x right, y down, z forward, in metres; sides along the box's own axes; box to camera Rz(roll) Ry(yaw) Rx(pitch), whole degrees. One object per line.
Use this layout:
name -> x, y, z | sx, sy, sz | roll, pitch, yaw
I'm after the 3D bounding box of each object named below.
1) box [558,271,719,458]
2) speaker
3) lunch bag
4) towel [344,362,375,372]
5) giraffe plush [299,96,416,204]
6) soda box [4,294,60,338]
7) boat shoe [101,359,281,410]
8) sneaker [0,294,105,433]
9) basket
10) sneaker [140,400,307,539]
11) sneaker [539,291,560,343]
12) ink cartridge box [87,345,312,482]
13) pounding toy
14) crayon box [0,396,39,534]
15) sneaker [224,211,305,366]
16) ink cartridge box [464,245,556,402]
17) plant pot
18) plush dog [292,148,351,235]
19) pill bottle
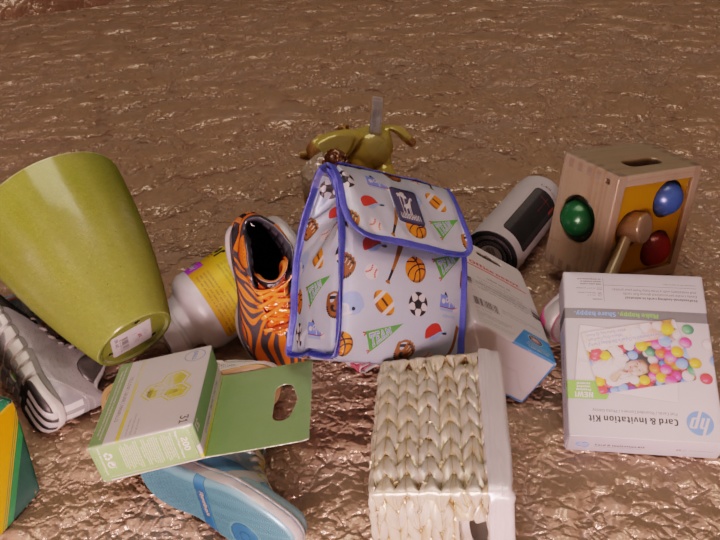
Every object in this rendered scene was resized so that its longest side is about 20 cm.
box -> 0.296, 0.097, 0.946 | 0.155, 0.041, 0.201 | 2, 58, 7
speaker -> 0.223, -0.063, 1.260 | 0.081, 0.082, 0.200 | 15, 34, 26
lunch bag -> 0.023, -0.003, 0.914 | 0.169, 0.201, 0.124 | 9, -9, -33
towel -> -0.009, 0.059, 1.125 | 0.146, 0.030, 0.200 | -24, 34, -32
giraffe plush -> -0.022, -0.171, 1.399 | 0.172, 0.201, 0.162 | 21, -3, -21
soda box -> -0.370, 0.045, 1.114 | 0.199, 0.064, 0.068 | -17, 9, -24
boat shoe -> -0.182, 0.136, 0.972 | 0.199, 0.071, 0.069 | -6, 7, 3
sneaker -> -0.362, 0.093, 1.023 | 0.115, 0.075, 0.200 | -18, 60, -43
basket -> 0.076, 0.182, 0.807 | 0.122, 0.136, 0.200 | -2, 31, 8
sneaker -> -0.107, 0.189, 0.857 | 0.199, 0.080, 0.130 | 19, 38, 30
sneaker -> 0.311, 0.065, 1.031 | 0.199, 0.082, 0.088 | -1, 31, -4
ink cartridge box -> -0.150, 0.127, 0.861 | 0.199, 0.048, 0.146 | -14, 25, 5
pounding toy -> 0.340, -0.051, 1.157 | 0.199, 0.185, 0.142 | -10, 30, -30
crayon box -> -0.385, 0.216, 0.789 | 0.058, 0.119, 0.200 | 9, 33, 18
sneaker -> -0.104, 0.032, 0.989 | 0.077, 0.201, 0.112 | -20, 5, -16
ink cartridge box -> 0.147, 0.051, 1.039 | 0.116, 0.068, 0.200 | 28, 26, -17
plant pot -> -0.308, 0.003, 1.000 | 0.187, 0.187, 0.200 | -26, 69, -34
plush dog -> -0.009, -0.059, 1.122 | 0.200, 0.172, 0.161 | 40, 66, -4
pill bottle -> -0.160, 0.025, 1.085 | 0.199, 0.105, 0.104 | -34, 40, -15
